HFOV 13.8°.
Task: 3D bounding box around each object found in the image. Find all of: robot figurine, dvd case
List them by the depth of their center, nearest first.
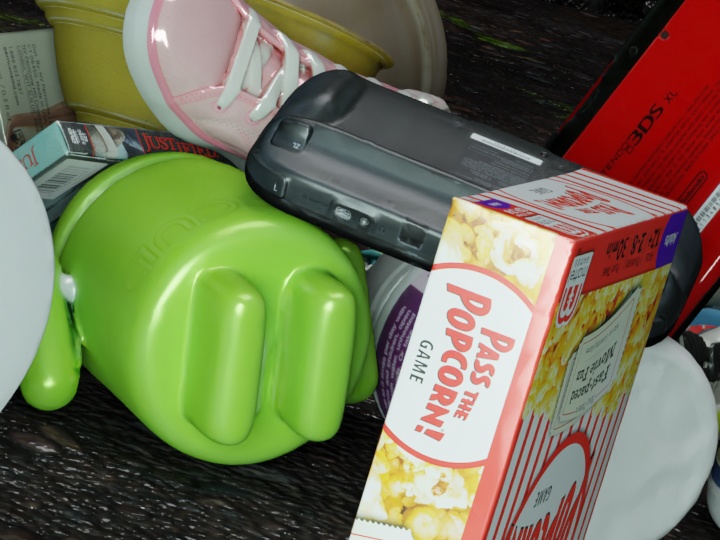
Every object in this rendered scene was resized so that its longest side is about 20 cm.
[{"bbox_3d":[-0.070,0.014,1.333,0.175,0.116,0.200,-3,19,-26],"label":"robot figurine"},{"bbox_3d":[-0.121,-0.027,1.465,0.200,0.146,0.022,1,64,-50],"label":"dvd case"}]

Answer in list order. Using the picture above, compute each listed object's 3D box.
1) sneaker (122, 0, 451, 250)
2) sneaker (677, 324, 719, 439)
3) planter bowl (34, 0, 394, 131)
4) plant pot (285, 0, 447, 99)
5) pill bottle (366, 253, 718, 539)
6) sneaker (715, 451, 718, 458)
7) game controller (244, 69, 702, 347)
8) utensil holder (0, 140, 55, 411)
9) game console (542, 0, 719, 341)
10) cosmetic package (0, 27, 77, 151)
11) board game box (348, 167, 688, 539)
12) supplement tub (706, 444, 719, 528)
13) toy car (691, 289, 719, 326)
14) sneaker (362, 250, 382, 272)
[{"bbox_3d":[-0.019,-0.076,1.382,0.104,0.075,0.200,-2,-33,35],"label":"sneaker"},{"bbox_3d":[0.146,0.065,1.568,0.085,0.077,0.200,-1,0,31],"label":"sneaker"},{"bbox_3d":[-0.090,-0.099,1.515,0.200,0.084,0.200,19,-2,1],"label":"planter bowl"},{"bbox_3d":[-0.060,-0.119,1.780,0.200,0.200,0.174,18,13,9],"label":"plant pot"},{"bbox_3d":[0.071,0.050,1.374,0.112,0.113,0.200,10,13,-28],"label":"pill bottle"},{"bbox_3d":[0.289,0.086,1.553,0.199,0.094,0.070,13,12,-13],"label":"sneaker"},{"bbox_3d":[0.052,-0.029,1.298,0.200,0.042,0.104,23,28,7],"label":"game controller"},{"bbox_3d":[-0.233,-0.023,1.153,0.170,0.170,0.200,8,15,-38],"label":"utensil holder"},{"bbox_3d":[0.156,-0.057,1.501,0.172,0.200,0.119,43,12,28],"label":"game console"},{"bbox_3d":[-0.170,-0.085,1.617,0.103,0.087,0.200,-11,2,35],"label":"cosmetic package"},{"bbox_3d":[0.045,0.070,1.015,0.046,0.200,0.151,20,13,17],"label":"board game box"},{"bbox_3d":[0.260,0.047,1.430,0.145,0.200,0.145,16,11,-3],"label":"supplement tub"},{"bbox_3d":[0.240,0.003,1.816,0.177,0.185,0.200,24,-15,32],"label":"toy car"},{"bbox_3d":[0.000,0.000,1.529,0.200,0.080,0.078,-6,68,-61],"label":"sneaker"}]
